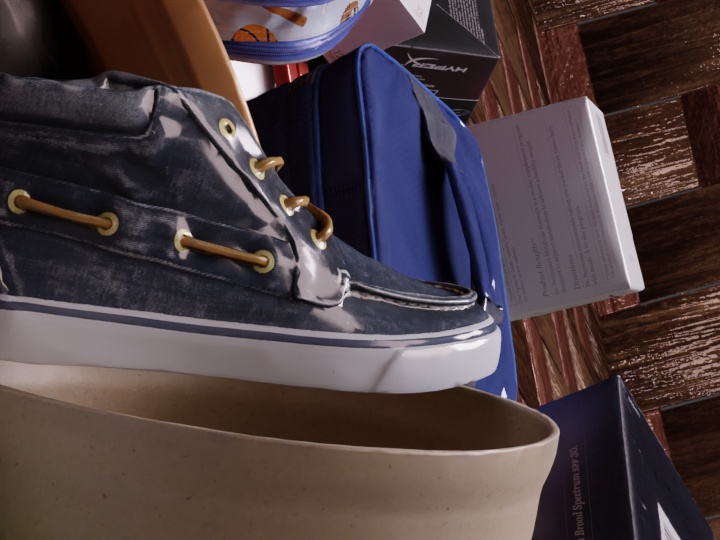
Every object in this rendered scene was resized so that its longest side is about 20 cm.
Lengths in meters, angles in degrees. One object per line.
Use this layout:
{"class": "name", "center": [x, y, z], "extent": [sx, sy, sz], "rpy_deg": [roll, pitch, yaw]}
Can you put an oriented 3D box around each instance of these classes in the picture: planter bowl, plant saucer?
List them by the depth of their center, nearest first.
{"class": "planter bowl", "center": [-0.045, 0.101, 0.699], "extent": [0.200, 0.199, 0.135], "rpy_deg": [-19, 118, -79]}
{"class": "plant saucer", "center": [-0.091, -0.059, 0.814], "extent": [0.200, 0.037, 0.201], "rpy_deg": [52, -24, 34]}

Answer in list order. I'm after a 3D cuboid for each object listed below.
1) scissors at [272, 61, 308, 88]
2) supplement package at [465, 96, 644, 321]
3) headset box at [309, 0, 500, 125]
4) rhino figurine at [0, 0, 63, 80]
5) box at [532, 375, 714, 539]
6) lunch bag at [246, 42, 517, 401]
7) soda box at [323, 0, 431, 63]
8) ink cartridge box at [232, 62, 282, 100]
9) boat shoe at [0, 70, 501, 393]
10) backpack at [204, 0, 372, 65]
{"class": "scissors", "center": [-0.032, -0.093, 1.193], "extent": [0.073, 0.014, 0.201], "rpy_deg": [-14, 92, -65]}
{"class": "supplement package", "center": [0.050, -0.019, 1.235], "extent": [0.114, 0.199, 0.110], "rpy_deg": [5, 71, -79]}
{"class": "headset box", "center": [0.012, -0.126, 1.336], "extent": [0.200, 0.075, 0.149], "rpy_deg": [116, -26, -51]}
{"class": "rhino figurine", "center": [-0.142, -0.105, 0.739], "extent": [0.087, 0.060, 0.201], "rpy_deg": [-131, -159, -69]}
{"class": "box", "center": [0.060, 0.182, 0.999], "extent": [0.123, 0.198, 0.200], "rpy_deg": [56, 20, -30]}
{"class": "lunch bag", "center": [0.000, 0.000, 1.056], "extent": [0.136, 0.132, 0.201], "rpy_deg": [30, 44, -49]}
{"class": "soda box", "center": [-0.038, -0.205, 1.149], "extent": [0.200, 0.063, 0.068], "rpy_deg": [49, 36, -33]}
{"class": "ink cartridge box", "center": [-0.084, -0.167, 1.162], "extent": [0.200, 0.050, 0.162], "rpy_deg": [-75, 149, -73]}
{"class": "boat shoe", "center": [-0.037, -0.012, 0.703], "extent": [0.071, 0.199, 0.091], "rpy_deg": [17, -80, 61]}
{"class": "backpack", "center": [-0.063, -0.177, 0.958], "extent": [0.191, 0.199, 0.155], "rpy_deg": [-56, 151, -69]}
